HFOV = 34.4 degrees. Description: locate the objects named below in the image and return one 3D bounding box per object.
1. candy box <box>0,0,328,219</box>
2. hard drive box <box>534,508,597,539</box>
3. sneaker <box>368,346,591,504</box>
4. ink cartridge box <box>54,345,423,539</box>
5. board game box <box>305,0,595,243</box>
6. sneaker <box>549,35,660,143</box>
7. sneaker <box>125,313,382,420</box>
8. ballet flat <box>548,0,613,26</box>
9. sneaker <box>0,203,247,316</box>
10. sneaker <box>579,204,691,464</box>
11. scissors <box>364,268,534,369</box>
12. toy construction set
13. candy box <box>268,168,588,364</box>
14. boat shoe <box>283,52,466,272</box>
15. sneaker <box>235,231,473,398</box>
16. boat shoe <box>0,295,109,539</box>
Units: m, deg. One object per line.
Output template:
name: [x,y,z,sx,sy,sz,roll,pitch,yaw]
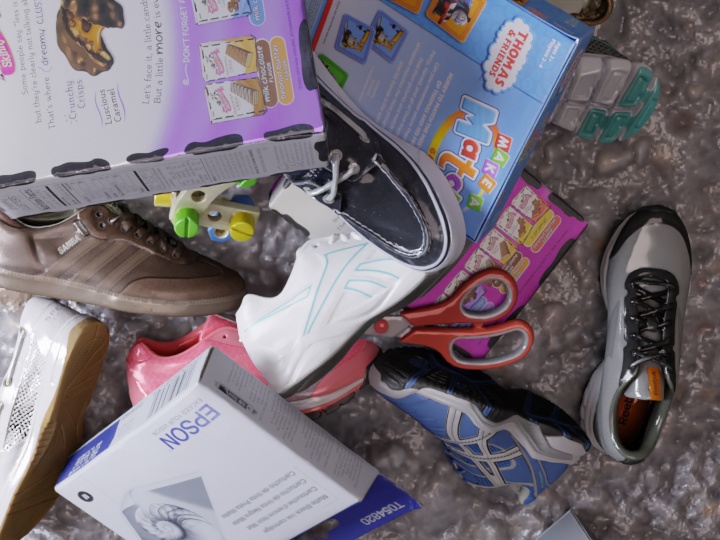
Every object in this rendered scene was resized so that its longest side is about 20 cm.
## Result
candy box: [-0.127,-0.134,0.678,0.196,0.072,0.171,-9,79,-1]
hard drive box: [0.150,0.324,0.941,0.199,0.077,0.156,-40,103,4]
sneaker: [0.085,0.121,0.878,0.198,0.076,0.078,27,106,-25]
ink cartridge box: [-0.090,0.163,0.835,0.199,0.041,0.199,38,130,-20]
board game box: [0.029,-0.135,0.744,0.199,0.037,0.153,36,125,15]
sneaker: [0.111,-0.150,0.828,0.197,0.092,0.078,15,121,-17]
sneaker: [-0.081,0.069,0.863,0.196,0.074,0.088,-13,102,-3]
ballet flat: [0.085,-0.199,0.766,0.197,0.073,0.068,12,125,-22]
sneaker: [-0.176,-0.016,0.836,0.196,0.070,0.077,8,100,-8]
sneaker: [0.219,0.052,0.889,0.072,0.079,0.204,5,100,-5]
scissors: [0.027,0.047,0.842,0.196,0.014,0.074,-10,107,-1]
toy construction set: [-0.146,-0.086,0.779,0.197,0.093,0.132,9,133,-36]
candy box: [0.048,-0.047,0.857,0.199,0.061,0.137,37,98,-13]
boat shoe: [-0.018,-0.072,0.734,0.201,0.068,0.072,49,124,5]
sneaker: [0.000,0.000,0.800,0.199,0.070,0.081,-37,79,-3]
boat shoe: [-0.247,0.111,0.863,0.069,0.071,0.203,28,107,15]
